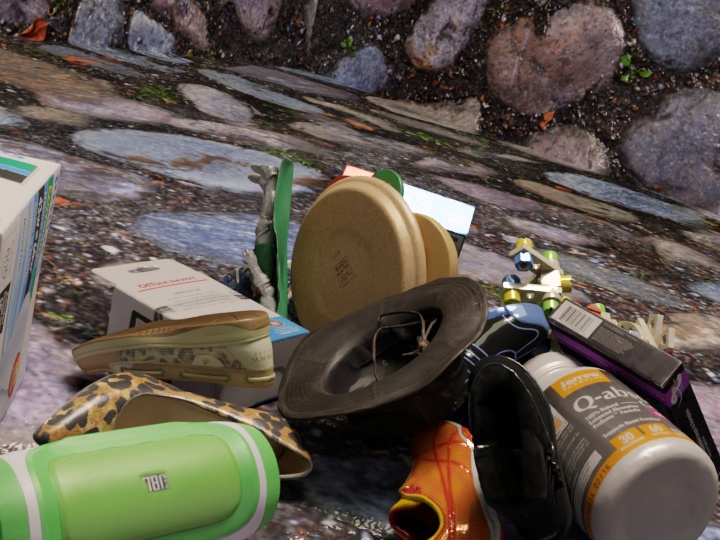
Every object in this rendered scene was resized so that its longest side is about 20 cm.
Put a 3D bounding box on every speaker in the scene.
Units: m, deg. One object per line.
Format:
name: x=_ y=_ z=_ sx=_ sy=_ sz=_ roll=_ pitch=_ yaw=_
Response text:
speaker: x=-0.151 y=0.150 z=0.645 sx=0.198 sy=0.090 sz=0.088 roll=-2 pitch=23 yaw=-43

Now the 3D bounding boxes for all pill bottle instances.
pill bottle: x=0.208 y=0.156 z=0.867 sx=0.115 sy=0.118 sz=0.200 roll=7 pitch=18 yaw=-22

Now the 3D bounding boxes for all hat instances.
hat: x=0.029 y=0.090 z=0.844 sx=0.198 sy=0.082 sz=0.201 roll=-24 pitch=23 yaw=11

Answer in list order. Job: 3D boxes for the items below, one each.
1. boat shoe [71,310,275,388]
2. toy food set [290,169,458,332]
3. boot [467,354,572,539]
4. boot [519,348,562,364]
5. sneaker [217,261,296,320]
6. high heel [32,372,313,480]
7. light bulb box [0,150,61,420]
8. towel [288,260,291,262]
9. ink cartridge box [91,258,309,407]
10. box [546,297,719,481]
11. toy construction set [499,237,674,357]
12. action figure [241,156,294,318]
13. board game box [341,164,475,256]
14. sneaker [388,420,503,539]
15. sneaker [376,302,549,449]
boat shoe: x=-0.163 y=0.076 z=0.844 sx=0.197 sy=0.064 sz=0.073 roll=-8 pitch=6 yaw=29
toy food set: x=0.000 y=0.000 z=0.986 sx=0.048 sy=0.202 sz=0.199 roll=0 pitch=40 yaw=-43
boot: x=0.107 y=0.113 z=0.742 sx=0.200 sy=0.065 sz=0.167 roll=48 pitch=19 yaw=-61
boot: x=0.177 y=0.077 z=1.180 sx=0.196 sy=0.067 sz=0.165 roll=7 pitch=16 yaw=-9
sneaker: x=-0.089 y=0.029 z=1.108 sx=0.198 sy=0.078 sz=0.085 roll=-20 pitch=-10 yaw=-25
high heel: x=-0.131 y=0.129 z=0.743 sx=0.141 sy=0.073 sz=0.199 roll=17 pitch=6 yaw=31
light bulb box: x=-0.313 y=0.021 z=0.728 sx=0.123 sy=0.201 sz=0.200 roll=13 pitch=17 yaw=-10
towel: x=-0.023 y=0.033 z=1.229 sx=0.197 sy=0.030 sz=0.147 roll=12 pitch=18 yaw=-7
ink cartridge box: x=-0.163 y=0.058 z=0.961 sx=0.198 sy=0.069 sz=0.115 roll=26 pitch=20 yaw=32
box: x=0.269 y=0.123 z=0.961 sx=0.142 sy=0.036 sz=0.201 roll=33 pitch=-17 yaw=46
toy construction set: x=0.230 y=0.048 z=1.051 sx=0.197 sy=0.132 sz=0.093 roll=24 pitch=50 yaw=0
action figure: x=-0.096 y=-0.004 z=1.022 sx=0.054 sy=0.204 sz=0.118 roll=0 pitch=-10 yaw=-8
board game box: x=0.040 y=-0.028 z=1.147 sx=0.151 sy=0.201 sz=0.041 roll=19 pitch=61 yaw=4
sneaker: x=0.057 y=0.171 z=0.776 sx=0.076 sy=0.074 sz=0.200 roll=3 pitch=15 yaw=-6
sneaker: x=0.093 y=0.100 z=0.924 sx=0.197 sy=0.071 sz=0.079 roll=-23 pitch=53 yaw=-3
